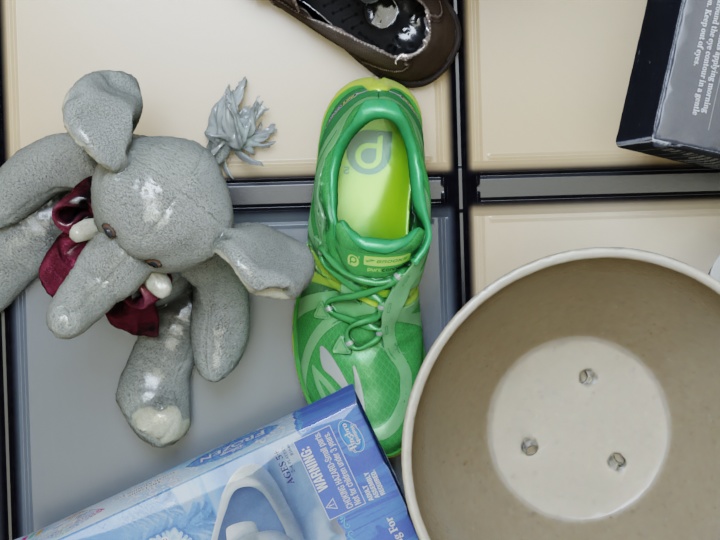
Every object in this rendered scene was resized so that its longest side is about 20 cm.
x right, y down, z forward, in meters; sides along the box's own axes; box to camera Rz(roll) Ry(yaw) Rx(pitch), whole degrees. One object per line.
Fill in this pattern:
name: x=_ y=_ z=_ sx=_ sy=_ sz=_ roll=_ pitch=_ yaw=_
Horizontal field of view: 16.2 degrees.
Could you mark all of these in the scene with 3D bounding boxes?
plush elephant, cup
plush elephant: x=-0.114 y=-0.015 z=1.286 sx=0.165 sy=0.155 sz=0.200 roll=39 pitch=91 yaw=-2
cup: x=0.118 y=0.088 z=1.299 sx=0.199 sy=0.143 sz=0.201 roll=0 pitch=91 yaw=-1

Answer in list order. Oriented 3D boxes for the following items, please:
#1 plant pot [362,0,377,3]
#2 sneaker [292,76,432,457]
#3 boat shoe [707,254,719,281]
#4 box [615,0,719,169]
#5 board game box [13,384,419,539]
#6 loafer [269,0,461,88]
plant pot: x=0.043 y=-0.288 z=1.256 sx=0.177 sy=0.200 sz=0.200 roll=-38 pitch=92 yaw=-36
sneaker: x=0.000 y=0.000 z=1.324 sx=0.074 sy=0.084 sz=0.201 roll=-1 pitch=95 yaw=0
boat shoe: x=0.267 y=-0.014 z=1.340 sx=0.199 sy=0.060 sz=0.074 roll=-29 pitch=76 yaw=-14
box: x=0.242 y=-0.138 z=1.259 sx=0.181 sy=0.104 sz=0.201 roll=13 pitch=90 yaw=-4
board game box: x=-0.052 y=0.192 z=1.317 sx=0.198 sy=0.043 sz=0.201 roll=-25 pitch=102 yaw=2
loafer: x=-0.030 y=-0.171 z=1.325 sx=0.200 sy=0.071 sz=0.073 roll=32 pitch=91 yaw=-1
